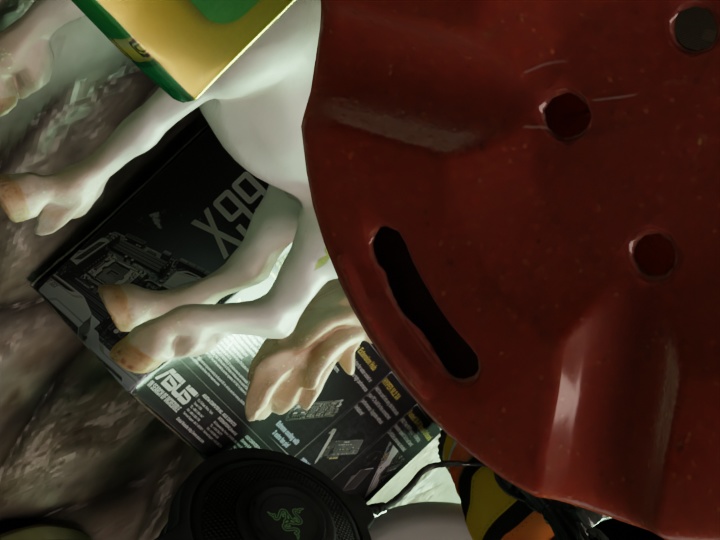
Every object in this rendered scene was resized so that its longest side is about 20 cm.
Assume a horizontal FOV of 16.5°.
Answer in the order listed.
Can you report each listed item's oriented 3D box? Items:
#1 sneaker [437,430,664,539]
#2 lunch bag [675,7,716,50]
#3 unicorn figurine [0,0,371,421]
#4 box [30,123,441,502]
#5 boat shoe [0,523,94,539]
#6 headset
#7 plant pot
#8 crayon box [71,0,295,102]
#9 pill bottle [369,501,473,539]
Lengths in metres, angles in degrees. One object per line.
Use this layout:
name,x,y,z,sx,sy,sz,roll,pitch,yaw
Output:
sneaker,0.132,0.074,0.854,0.200,0.090,0.070,-8,139,-11
lunch bag,0.123,-0.002,0.737,0.200,0.167,0.140,76,29,-64
unicorn figurine,-0.025,-0.044,0.629,0.137,0.074,0.200,-28,150,4
box,0.000,0.000,0.799,0.158,0.050,0.200,-44,155,-3
boat shoe,-0.095,0.141,0.854,0.073,0.063,0.201,-44,155,-1
headset,-0.021,0.112,0.778,0.200,0.094,0.124,-30,157,-13
plant pot,0.096,-0.043,0.515,0.195,0.201,0.201,-26,151,-59
crayon box,-0.010,-0.147,0.500,0.200,0.058,0.119,-44,129,0
pill bottle,0.011,0.158,0.942,0.112,0.112,0.200,-36,174,-18
